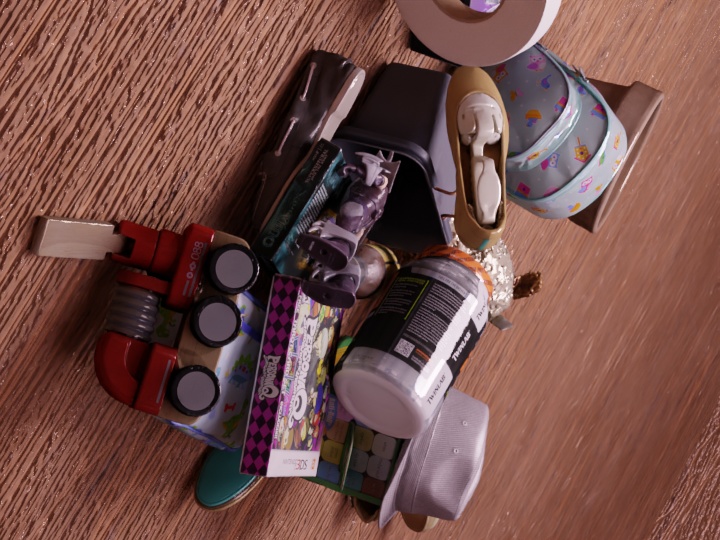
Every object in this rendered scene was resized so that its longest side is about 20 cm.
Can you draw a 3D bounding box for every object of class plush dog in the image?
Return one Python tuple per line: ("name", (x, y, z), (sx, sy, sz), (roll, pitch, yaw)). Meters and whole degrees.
("plush dog", (0.122, -0.028, 1.824), (0.173, 0.159, 0.201), (64, 28, -29))

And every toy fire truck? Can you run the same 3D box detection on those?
("toy fire truck", (-0.207, 0.030, 1.353), (0.129, 0.198, 0.178), (165, -57, -76))

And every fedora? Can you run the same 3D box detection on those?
("fedora", (0.096, 0.218, 1.735), (0.177, 0.090, 0.201), (93, 18, -57))

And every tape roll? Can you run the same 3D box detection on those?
("tape roll", (0.115, -0.312, 1.544), (0.037, 0.202, 0.204), (-31, 137, -46))

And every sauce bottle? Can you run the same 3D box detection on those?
("sauce bottle", (0.000, 0.000, 1.685), (0.065, 0.064, 0.200), (-67, 169, 3))

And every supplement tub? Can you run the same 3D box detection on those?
("supplement tub", (0.063, 0.075, 1.663), (0.201, 0.122, 0.123), (-56, 152, -30))

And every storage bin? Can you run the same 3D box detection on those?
("storage bin", (0.065, -0.129, 1.684), (0.135, 0.144, 0.201), (-64, 154, -25))

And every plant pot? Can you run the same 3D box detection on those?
("plant pot", (0.270, -0.172, 1.933), (0.201, 0.173, 0.201), (-59, 168, -21))

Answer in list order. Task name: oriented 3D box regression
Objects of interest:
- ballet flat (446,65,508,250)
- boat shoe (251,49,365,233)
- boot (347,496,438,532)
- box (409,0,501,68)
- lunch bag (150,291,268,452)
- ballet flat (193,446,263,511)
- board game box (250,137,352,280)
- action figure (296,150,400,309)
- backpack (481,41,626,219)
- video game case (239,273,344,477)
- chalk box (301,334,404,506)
("ballet flat", (0.130, -0.124, 1.583), (0.063, 0.068, 0.202), (142, -55, -77))
("boat shoe", (-0.066, -0.132, 1.538), (0.201, 0.057, 0.067), (-60, 168, -2))
("boot", (0.048, 0.306, 2.062), (0.154, 0.072, 0.202), (-37, 136, -44))
("box", (0.132, -0.348, 1.678), (0.141, 0.078, 0.202), (-37, 142, -46))
("lunch bag", (-0.151, 0.089, 1.528), (0.162, 0.082, 0.200), (-64, 154, -11))
("ballet flat", (-0.116, 0.191, 1.690), (0.201, 0.068, 0.063), (-55, 165, -17))
("board game box", (-0.053, -0.047, 1.582), (0.136, 0.028, 0.200), (-58, 167, -10))
("action figure", (-0.012, -0.051, 1.522), (0.200, 0.069, 0.131), (-67, 172, -56))
("backpack", (0.210, -0.166, 1.788), (0.176, 0.200, 0.153), (-47, 157, 1))
("video game case", (-0.068, 0.114, 1.561), (0.181, 0.035, 0.202), (30, 69, -74))
("chalk box", (-0.003, 0.183, 1.756), (0.200, 0.123, 0.126), (-49, 155, -66))
